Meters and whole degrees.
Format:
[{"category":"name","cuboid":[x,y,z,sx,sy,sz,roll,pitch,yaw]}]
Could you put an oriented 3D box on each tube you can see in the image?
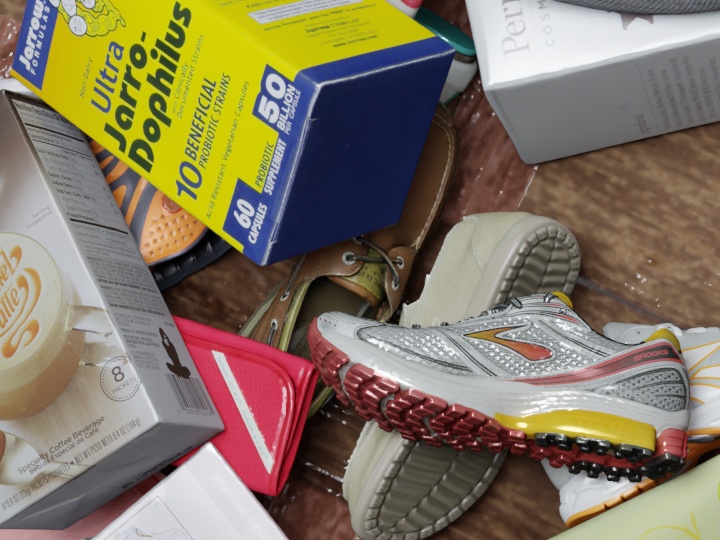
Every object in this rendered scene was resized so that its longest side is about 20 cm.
[{"category":"tube","cuboid":[0.144,0.146,1.351,0.200,0.058,0.052,-22,66,-14]}]

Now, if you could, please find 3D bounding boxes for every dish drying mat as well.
[{"category":"dish drying mat","cuboid":[-0.120,0.058,1.402,0.200,0.018,0.077,16,91,24]}]

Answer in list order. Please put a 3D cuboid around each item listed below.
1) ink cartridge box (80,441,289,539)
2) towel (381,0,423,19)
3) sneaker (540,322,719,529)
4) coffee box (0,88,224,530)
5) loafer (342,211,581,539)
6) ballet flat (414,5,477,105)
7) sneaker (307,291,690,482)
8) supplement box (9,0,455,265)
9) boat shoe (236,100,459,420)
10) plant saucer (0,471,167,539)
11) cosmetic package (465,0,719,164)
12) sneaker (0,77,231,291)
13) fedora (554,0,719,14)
[{"category":"ink cartridge box","cuboid":[-0.084,0.220,1.378,0.176,0.045,0.200,-39,86,0]},{"category":"towel","cuboid":[-0.027,-0.166,1.392,0.023,0.200,0.144,-32,74,-35]},{"category":"sneaker","cuboid":[0.176,0.052,1.384,0.200,0.076,0.092,-31,72,2]},{"category":"coffee box","cuboid":[-0.172,0.022,1.375,0.114,0.080,0.200,-33,73,17]},{"category":"loafer","cuboid":[0.049,0.055,1.408,0.068,0.076,0.200,36,98,51]},{"category":"ballet flat","cuboid":[-0.024,-0.153,1.465,0.200,0.069,0.069,40,88,14]},{"category":"sneaker","cuboid":[0.071,0.050,1.336,0.200,0.078,0.082,12,70,-4]},{"category":"supplement box","cuboid":[-0.069,-0.107,1.350,0.200,0.109,0.109,36,125,29]},{"category":"boat shoe","cuboid":[0.000,0.000,1.407,0.072,0.068,0.200,25,99,-20]},{"category":"plant saucer","cuboid":[-0.187,0.176,1.442,0.200,0.037,0.200,37,88,13]},{"category":"cosmetic package","cuboid":[0.155,-0.170,1.379,0.200,0.165,0.165,-13,77,8]},{"category":"sneaker","cuboid":[-0.158,-0.045,1.457,0.200,0.078,0.112,1,79,10]},{"category":"fedora","cuboid":[0.146,-0.208,1.238,0.200,0.177,0.090,-2,49,18]}]
